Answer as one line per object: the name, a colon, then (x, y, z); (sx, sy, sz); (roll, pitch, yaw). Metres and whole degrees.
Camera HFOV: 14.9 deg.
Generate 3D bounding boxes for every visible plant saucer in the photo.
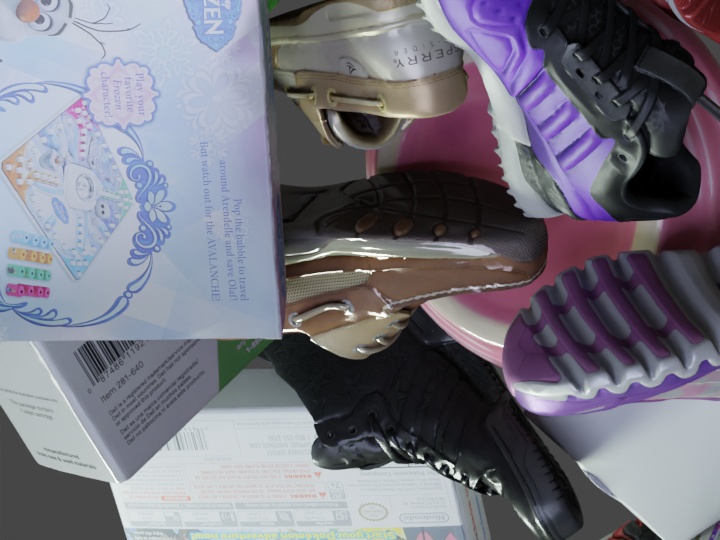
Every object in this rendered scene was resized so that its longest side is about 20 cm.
plant saucer: (0.083, -0.041, 1.280); (0.199, 0.051, 0.202); (10, 110, 30)

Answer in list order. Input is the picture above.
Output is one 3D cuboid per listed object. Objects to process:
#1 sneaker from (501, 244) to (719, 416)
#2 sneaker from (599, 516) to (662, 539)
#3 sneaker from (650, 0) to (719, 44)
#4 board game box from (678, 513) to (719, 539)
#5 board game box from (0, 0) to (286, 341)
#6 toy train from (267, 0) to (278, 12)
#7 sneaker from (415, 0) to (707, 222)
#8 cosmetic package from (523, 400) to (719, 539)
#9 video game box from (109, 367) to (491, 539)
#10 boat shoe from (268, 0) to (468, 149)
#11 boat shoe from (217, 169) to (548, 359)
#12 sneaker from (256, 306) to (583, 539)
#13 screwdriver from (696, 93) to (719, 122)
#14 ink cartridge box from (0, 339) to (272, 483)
sneaker: (0.162, 0.032, 1.219); (0.199, 0.081, 0.089); (-17, 133, -3)
sneaker: (0.190, 0.207, 1.472); (0.200, 0.078, 0.082); (43, 141, -13)
sneaker: (0.155, -0.138, 1.210); (0.115, 0.200, 0.079); (35, 95, 36)
board game box: (0.206, 0.133, 1.323); (0.034, 0.200, 0.134); (42, 126, -15)
board game box: (-0.136, -0.064, 1.199); (0.197, 0.043, 0.201); (0, 118, 4)
toy train: (-0.032, -0.146, 1.193); (0.199, 0.042, 0.057); (-14, 117, 20)
sneaker: (0.095, -0.092, 1.142); (0.099, 0.070, 0.201); (15, 150, 35)
cosmetic package: (0.188, 0.035, 1.335); (0.113, 0.081, 0.200); (43, 126, -16)
video game box: (-0.030, 0.136, 1.493); (0.199, 0.047, 0.183); (-2, 121, 18)
boat shoe: (-0.003, -0.088, 1.242); (0.073, 0.200, 0.070); (-16, 93, -14)
boat shoe: (0.000, 0.000, 1.276); (0.199, 0.076, 0.072); (1, 116, 33)
sneaker: (0.023, 0.076, 1.372); (0.104, 0.200, 0.060); (-35, 149, 5)
screwdriver: (0.108, -0.112, 1.217); (0.200, 0.029, 0.028); (41, 117, 32)
ink cartridge box: (-0.135, -0.022, 1.337); (0.084, 0.145, 0.201); (7, 133, 50)
